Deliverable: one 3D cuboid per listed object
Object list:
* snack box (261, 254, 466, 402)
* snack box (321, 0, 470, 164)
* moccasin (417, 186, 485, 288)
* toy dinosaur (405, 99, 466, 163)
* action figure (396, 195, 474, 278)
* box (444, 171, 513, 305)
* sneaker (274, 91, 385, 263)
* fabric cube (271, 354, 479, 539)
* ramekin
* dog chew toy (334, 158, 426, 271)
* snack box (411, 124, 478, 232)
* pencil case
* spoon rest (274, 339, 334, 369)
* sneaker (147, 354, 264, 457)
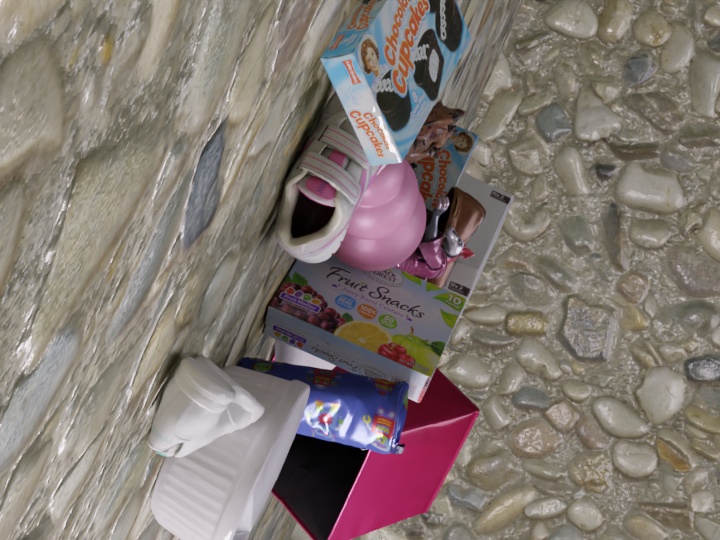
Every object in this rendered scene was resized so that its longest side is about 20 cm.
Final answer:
[{"bbox_3d":[0.006,0.052,1.553,0.142,0.199,0.053,-60,172,-47],"label":"snack box"},{"bbox_3d":[0.037,-0.204,1.232,0.116,0.037,0.200,62,39,-33],"label":"snack box"},{"bbox_3d":[0.097,-0.023,1.885,0.202,0.078,0.074,-56,-155,2],"label":"moccasin"},{"bbox_3d":[0.067,-0.181,1.829,0.200,0.086,0.136,-50,175,35],"label":"toy dinosaur"},{"bbox_3d":[0.048,-0.015,1.674,0.134,0.199,0.150,156,-64,-76],"label":"action figure"},{"bbox_3d":[0.105,-0.057,2.077,0.200,0.198,0.131,-60,172,-46],"label":"box"},{"bbox_3d":[-0.022,-0.093,1.279,0.088,0.081,0.201,-49,162,-78],"label":"sneaker"},{"bbox_3d":[-0.005,0.210,1.767,0.199,0.200,0.197,-10,133,-43],"label":"fabric cube"},{"bbox_3d":[-0.133,0.189,1.349,0.202,0.094,0.203,24,90,-86],"label":"ramekin"},{"bbox_3d":[0.011,-0.082,1.498,0.200,0.124,0.125,83,31,-65],"label":"dog chew toy"},{"bbox_3d":[0.080,-0.128,1.962,0.037,0.116,0.201,87,27,-79],"label":"snack box"},{"bbox_3d":[-0.043,0.149,1.476,0.078,0.199,0.087,-69,166,-60],"label":"pencil case"},{"bbox_3d":[-0.073,0.104,1.585,0.200,0.099,0.061,-59,170,-28],"label":"spoon rest"},{"bbox_3d":[-0.144,0.127,1.180,0.089,0.075,0.200,-53,168,-2],"label":"sneaker"}]
